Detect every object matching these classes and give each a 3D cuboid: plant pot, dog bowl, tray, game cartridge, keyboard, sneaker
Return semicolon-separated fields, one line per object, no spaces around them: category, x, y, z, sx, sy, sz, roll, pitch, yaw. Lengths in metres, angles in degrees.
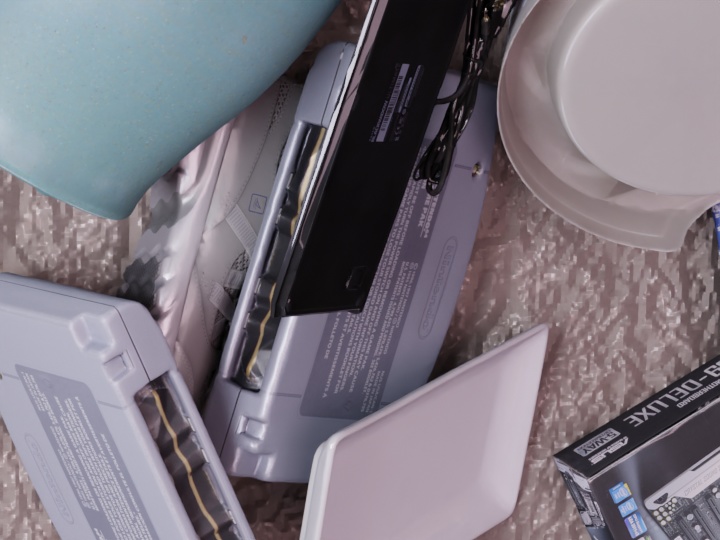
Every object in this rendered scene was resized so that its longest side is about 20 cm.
plant pot;-0.109;-0.134;1.273;0.200;0.200;0.188;31;97;-23
dog bowl;0.158;-0.102;1.369;0.199;0.059;0.201;-4;132;-4
tray;0.025;0.094;1.399;0.200;0.022;0.108;-25;131;-55
game cartridge;0.000;0.000;1.377;0.133;0.040;0.201;11;99;-53
keyboard;0.019;-0.075;1.288;0.127;0.021;0.201;-3;116;-61
game cartridge;-0.107;0.093;1.351;0.040;0.133;0.201;-37;117;-31
sneaker;-0.061;-0.002;1.376;0.082;0.075;0.201;10;98;-20

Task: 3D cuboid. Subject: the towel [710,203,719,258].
towel;0.242;-0.036;1.475;0.144;0.024;0.201;-9;88;-16

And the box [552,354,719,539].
box;0.209;0.143;1.520;0.157;0.050;0.201;-29;110;-11
